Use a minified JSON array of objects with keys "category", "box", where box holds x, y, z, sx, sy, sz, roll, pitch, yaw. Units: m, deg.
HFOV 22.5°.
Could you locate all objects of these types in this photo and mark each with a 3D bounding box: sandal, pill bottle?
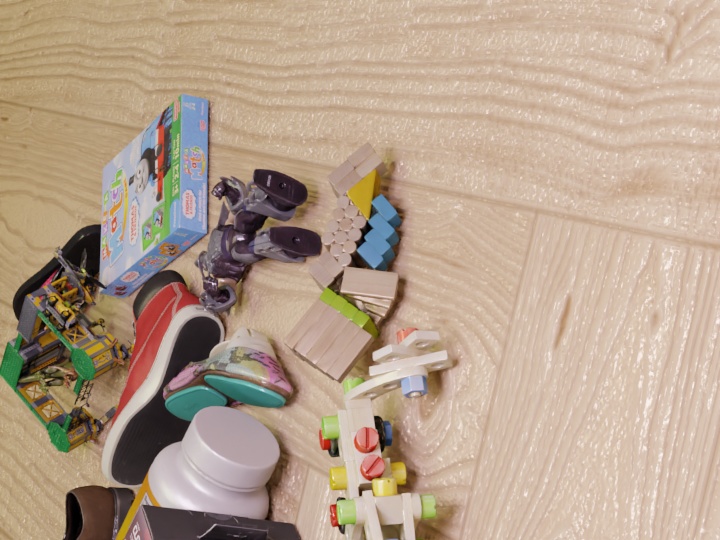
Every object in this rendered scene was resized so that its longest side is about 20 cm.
[{"category":"sandal","box":[-0.333,0.019,2.046,0.200,0.075,0.045,-45,54,41]},{"category":"pill bottle","box":[-0.147,0.222,1.596,0.201,0.110,0.111,-62,33,25]}]

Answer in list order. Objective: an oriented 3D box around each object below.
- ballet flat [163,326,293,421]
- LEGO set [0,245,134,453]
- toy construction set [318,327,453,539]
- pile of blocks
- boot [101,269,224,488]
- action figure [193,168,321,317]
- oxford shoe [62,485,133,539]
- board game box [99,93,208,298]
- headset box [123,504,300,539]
[{"category":"ballet flat","box":[-0.117,0.091,1.651,0.200,0.069,0.072,-19,44,58]},{"category":"LEGO set","box":[-0.293,0.084,1.933,0.154,0.116,0.201,39,136,23]},{"category":"toy construction set","box":[0.014,0.143,1.362,0.131,0.091,0.202,107,171,-66]},{"category":"pile of blocks","box":[0.000,0.000,1.492,0.062,0.081,0.202,58,-136,-69]},{"category":"boot","box":[-0.211,0.105,1.800,0.201,0.072,0.144,-64,31,9]},{"category":"action figure","box":[-0.110,-0.030,1.673,0.200,0.069,0.131,-27,61,58]},{"category":"oxford shoe","box":[-0.281,0.316,1.826,0.073,0.084,0.202,-28,58,52]},{"category":"board game box","box":[-0.219,-0.075,1.913,0.200,0.036,0.153,-34,51,52]},{"category":"headset box","box":[-0.140,0.285,1.522,0.201,0.148,0.075,-62,34,26]}]
